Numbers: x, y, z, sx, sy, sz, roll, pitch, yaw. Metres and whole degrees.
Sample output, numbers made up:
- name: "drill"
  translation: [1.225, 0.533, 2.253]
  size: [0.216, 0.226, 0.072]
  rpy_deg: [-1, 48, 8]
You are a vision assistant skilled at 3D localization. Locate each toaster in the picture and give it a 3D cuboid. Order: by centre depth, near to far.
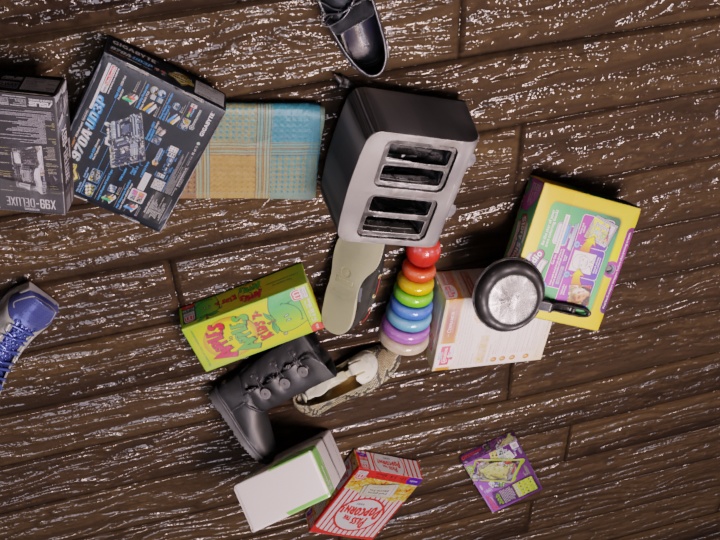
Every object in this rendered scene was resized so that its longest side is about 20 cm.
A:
- name: "toaster"
  translation: [0.044, -0.140, 1.223]
  size: [0.196, 0.120, 0.183]
  rpy_deg: [4, 128, -21]

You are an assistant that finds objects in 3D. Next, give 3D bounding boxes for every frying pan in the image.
- name: "frying pan"
  translation: [0.249, 0.060, 1.368]
  size: [0.189, 0.031, 0.115]
  rpy_deg: [36, 98, -18]

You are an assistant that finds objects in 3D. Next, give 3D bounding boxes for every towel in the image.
- name: "towel"
  translation: [-0.149, -0.157, 1.213]
  size: [0.196, 0.022, 0.148]
  rpy_deg: [-1, 130, -15]

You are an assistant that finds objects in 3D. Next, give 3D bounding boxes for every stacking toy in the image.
- name: "stacking toy"
  translation: [0.084, 0.031, 1.419]
  size: [0.084, 0.086, 0.203]
  rpy_deg: [-1, 127, -17]

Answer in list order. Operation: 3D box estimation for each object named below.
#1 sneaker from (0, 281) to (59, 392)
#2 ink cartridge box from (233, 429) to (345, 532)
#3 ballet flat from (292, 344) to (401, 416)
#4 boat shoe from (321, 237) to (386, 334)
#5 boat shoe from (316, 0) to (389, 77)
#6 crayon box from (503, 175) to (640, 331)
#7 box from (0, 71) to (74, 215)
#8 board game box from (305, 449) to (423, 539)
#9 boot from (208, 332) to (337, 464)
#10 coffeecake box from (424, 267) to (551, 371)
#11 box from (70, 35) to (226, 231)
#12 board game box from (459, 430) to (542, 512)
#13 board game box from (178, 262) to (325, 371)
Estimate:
- name: "sneaker"
  translation: [-0.500, 0.118, 1.275]
  size: [0.198, 0.116, 0.080]
  rpy_deg: [-35, 133, 14]
- name: "ink cartridge box"
  translation: [-0.113, 0.350, 1.555]
  size: [0.144, 0.085, 0.200]
  rpy_deg: [-26, 176, 6]
- name: "ballet flat"
  translation: [-0.026, 0.180, 1.514]
  size: [0.198, 0.069, 0.075]
  rpy_deg: [-30, 157, 12]
- name: "boat shoe"
  translation: [-0.002, -0.001, 1.375]
  size: [0.063, 0.073, 0.204]
  rpy_deg: [-26, 139, -56]
- name: "boat shoe"
  translation: [-0.015, -0.313, 1.089]
  size: [0.074, 0.063, 0.201]
  rpy_deg: [-23, 132, 6]
- name: "crayon box"
  translation: [0.310, -0.024, 1.400]
  size: [0.170, 0.058, 0.203]
  rpy_deg: [12, 104, -17]
- name: "box"
  translation: [-0.439, -0.150, 1.067]
  size: [0.196, 0.050, 0.160]
  rpy_deg: [4, 127, -5]
- name: "board game box"
  translation: [0.005, 0.434, 1.771]
  size: [0.149, 0.047, 0.201]
  rpy_deg: [16, 124, -29]
- name: "boot"
  translation: [-0.121, 0.203, 1.486]
  size: [0.198, 0.066, 0.166]
  rpy_deg: [-33, 110, 10]
- name: "coffeecake box"
  translation: [0.209, 0.076, 1.499]
  size: [0.196, 0.074, 0.155]
  rpy_deg: [-4, 130, -15]
- name: "box"
  translation: [-0.277, -0.161, 1.133]
  size: [0.157, 0.046, 0.201]
  rpy_deg: [22, 121, -22]
- name: "board game box"
  translation: [0.285, 0.407, 1.854]
  size: [0.119, 0.032, 0.201]
  rpy_deg: [-29, 132, 2]
- name: "board game box"
  translation: [-0.162, 0.072, 1.393]
  size: [0.197, 0.048, 0.102]
  rpy_deg: [-21, 134, 0]
